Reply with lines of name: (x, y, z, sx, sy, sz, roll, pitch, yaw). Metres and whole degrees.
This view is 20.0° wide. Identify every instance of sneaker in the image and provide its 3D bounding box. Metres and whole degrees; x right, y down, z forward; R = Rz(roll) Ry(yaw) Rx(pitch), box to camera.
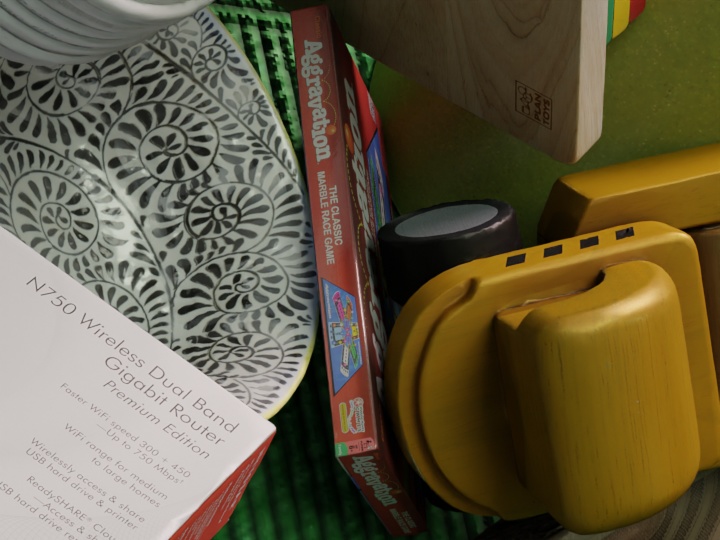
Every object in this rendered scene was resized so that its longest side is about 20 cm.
sneaker: (0.127, 0.118, 0.877, 0.200, 0.070, 0.076, -25, 95, -33)

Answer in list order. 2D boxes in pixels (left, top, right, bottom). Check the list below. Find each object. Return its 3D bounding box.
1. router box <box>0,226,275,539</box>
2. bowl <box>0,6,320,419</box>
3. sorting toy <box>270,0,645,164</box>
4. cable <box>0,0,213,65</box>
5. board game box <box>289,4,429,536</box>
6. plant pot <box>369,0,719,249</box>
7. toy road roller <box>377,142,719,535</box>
router box: (-0.154, 0.048, 0.591, 0.200, 0.049, 0.179, 35, 39, 9)
bowl: (-0.111, -0.021, 0.765, 0.201, 0.094, 0.201, 34, 44, -42)
sorting toy: (0.028, -0.172, 0.807, 0.199, 0.200, 0.070, 32, 59, 27)
cable: (-0.100, -0.173, 0.698, 0.200, 0.069, 0.200, -29, 108, -58)
board game box: (0.000, 0.000, 0.848, 0.019, 0.103, 0.200, -11, 64, 10)
plant pot: (0.133, -0.095, 0.914, 0.187, 0.200, 0.187, 15, 57, -25)
toy road roller: (0.108, 0.034, 0.795, 0.200, 0.146, 0.123, -13, 105, -11)
